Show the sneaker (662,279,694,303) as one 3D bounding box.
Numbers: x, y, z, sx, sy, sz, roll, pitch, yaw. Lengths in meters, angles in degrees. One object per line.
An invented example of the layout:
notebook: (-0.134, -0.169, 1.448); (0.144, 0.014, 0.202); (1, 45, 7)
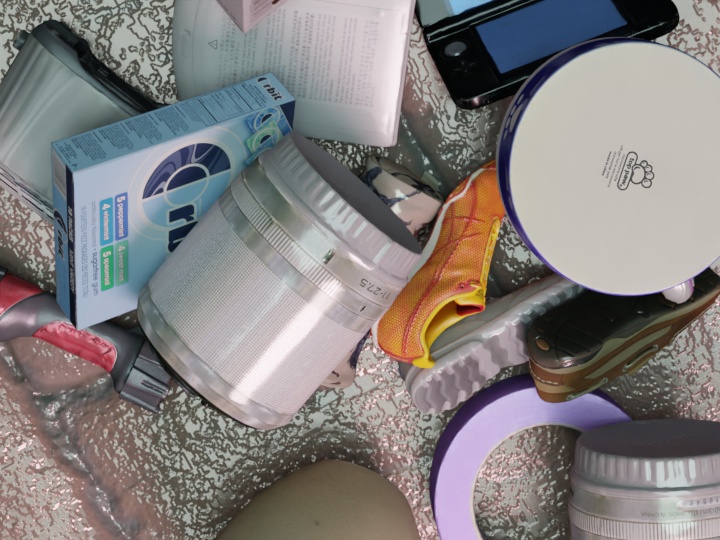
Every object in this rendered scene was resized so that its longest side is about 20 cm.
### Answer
sneaker: (0.207, -0.046, 1.586); (0.099, 0.075, 0.201); (-37, 72, 10)

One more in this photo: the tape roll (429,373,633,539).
tape roll: (0.160, 0.194, 1.627); (0.198, 0.066, 0.203); (0, 96, -1)

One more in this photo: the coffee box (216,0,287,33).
coffee box: (-0.049, -0.298, 1.462); (0.199, 0.080, 0.113); (-39, 78, -13)

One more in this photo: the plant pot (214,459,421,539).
plant pot: (-0.025, 0.241, 1.582); (0.199, 0.200, 0.135); (27, 60, -5)

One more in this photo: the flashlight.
flashlight: (-0.253, 0.060, 1.598); (0.199, 0.068, 0.068); (27, 122, -6)

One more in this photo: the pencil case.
pencil case: (0.000, 0.000, 1.592); (0.077, 0.089, 0.201); (30, 95, 23)

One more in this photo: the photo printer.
photo printer: (-0.057, -0.193, 1.549); (0.198, 0.070, 0.168); (7, 118, 0)

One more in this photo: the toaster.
toaster: (-0.227, -0.105, 1.555); (0.199, 0.114, 0.130); (37, 98, -11)

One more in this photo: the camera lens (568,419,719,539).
camera lens: (0.251, 0.235, 1.514); (0.158, 0.160, 0.202); (-3, 98, -1)

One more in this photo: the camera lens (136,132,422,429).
camera lens: (-0.068, 0.012, 1.484); (0.160, 0.160, 0.200); (41, 100, -6)

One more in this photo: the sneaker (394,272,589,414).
sneaker: (0.114, 0.041, 1.602); (0.199, 0.082, 0.075); (-26, 136, -15)

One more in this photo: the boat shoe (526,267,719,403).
boat shoe: (0.221, 0.051, 1.592); (0.199, 0.076, 0.074); (-23, 134, -25)

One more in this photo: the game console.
game console: (0.140, -0.249, 1.550); (0.198, 0.176, 0.117); (-21, 126, 1)

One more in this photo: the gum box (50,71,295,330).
gum box: (-0.151, -0.056, 1.510); (0.199, 0.045, 0.171); (-21, 140, -26)

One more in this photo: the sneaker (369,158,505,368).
sneaker: (0.086, -0.005, 1.568); (0.077, 0.073, 0.201); (27, 79, 21)

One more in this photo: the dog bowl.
dog bowl: (0.209, -0.083, 1.477); (0.198, 0.079, 0.202); (0, 98, -2)
